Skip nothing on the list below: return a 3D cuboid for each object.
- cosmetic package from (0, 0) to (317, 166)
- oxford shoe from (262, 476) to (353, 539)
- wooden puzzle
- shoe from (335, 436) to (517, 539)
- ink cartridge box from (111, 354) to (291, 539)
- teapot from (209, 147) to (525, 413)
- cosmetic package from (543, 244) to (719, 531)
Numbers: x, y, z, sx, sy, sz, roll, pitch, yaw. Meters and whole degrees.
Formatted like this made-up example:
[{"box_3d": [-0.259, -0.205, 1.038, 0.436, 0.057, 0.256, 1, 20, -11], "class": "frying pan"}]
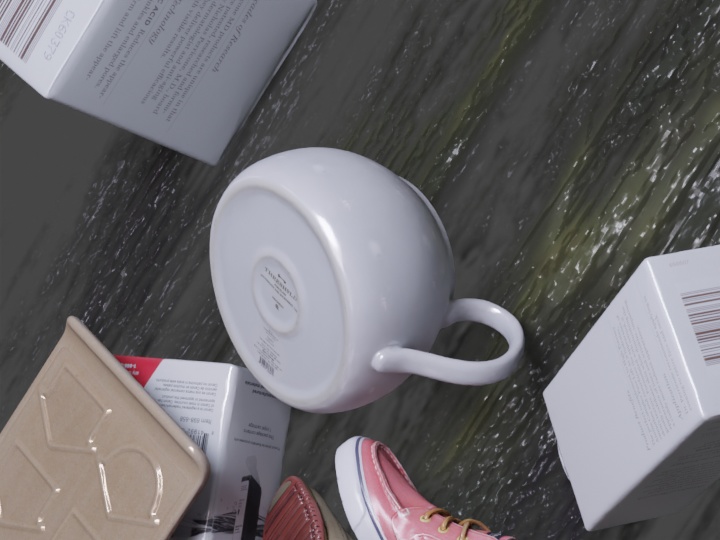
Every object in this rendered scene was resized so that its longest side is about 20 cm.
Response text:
[{"box_3d": [-0.179, -0.210, 1.231, 0.165, 0.200, 0.165, 39, 101, 34], "class": "cosmetic package"}, {"box_3d": [-0.015, 0.226, 1.095, 0.071, 0.075, 0.200, -55, 35, 24], "class": "oxford shoe"}, {"box_3d": [-0.200, 0.163, 1.143, 0.185, 0.046, 0.200, 41, 106, 36], "class": "wooden puzzle"}, {"box_3d": [0.060, 0.187, 1.052, 0.091, 0.071, 0.200, -34, 67, 20], "class": "shoe"}, {"box_3d": [-0.142, 0.171, 1.177, 0.144, 0.084, 0.200, 2, 78, 34], "class": "ink cartridge box"}, {"box_3d": [0.000, 0.000, 1.100, 0.197, 0.146, 0.200, -20, 87, 55], "class": "teapot"}, {"box_3d": [0.181, 0.074, 0.929, 0.074, 0.200, 0.102, -9, 67, -15], "class": "cosmetic package"}]
